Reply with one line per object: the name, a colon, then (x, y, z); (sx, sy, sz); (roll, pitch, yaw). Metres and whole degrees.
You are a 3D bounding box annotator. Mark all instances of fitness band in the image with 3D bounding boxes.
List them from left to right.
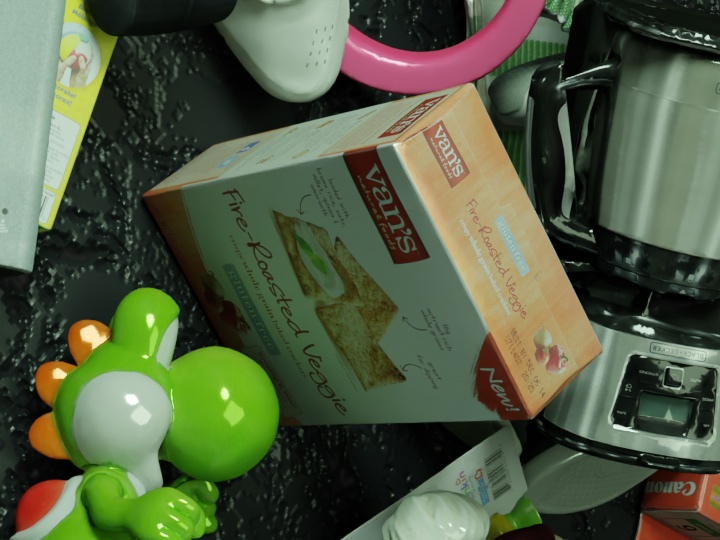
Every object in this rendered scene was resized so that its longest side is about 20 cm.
fitness band: (0.013, -0.184, 0.965); (0.201, 0.143, 0.037); (61, 10, -15)

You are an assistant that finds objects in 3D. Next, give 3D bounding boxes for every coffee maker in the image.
coffee maker: (0.145, -0.022, 0.932); (0.192, 0.134, 0.202); (-30, 134, -72)

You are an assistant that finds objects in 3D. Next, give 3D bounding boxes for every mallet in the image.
mallet: (-0.115, -0.200, 0.863); (0.066, 0.041, 0.202); (-25, 98, -41)

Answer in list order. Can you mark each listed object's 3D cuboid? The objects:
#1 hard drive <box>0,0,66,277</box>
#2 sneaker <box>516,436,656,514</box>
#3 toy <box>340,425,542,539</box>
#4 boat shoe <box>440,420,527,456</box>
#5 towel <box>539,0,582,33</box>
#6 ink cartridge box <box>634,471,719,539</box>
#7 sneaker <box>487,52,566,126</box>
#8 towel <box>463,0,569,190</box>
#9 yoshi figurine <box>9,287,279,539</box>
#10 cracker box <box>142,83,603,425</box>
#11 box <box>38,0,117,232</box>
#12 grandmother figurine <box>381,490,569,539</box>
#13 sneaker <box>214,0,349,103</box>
hard drive: (-0.189, -0.109, 0.797); (0.139, 0.033, 0.202); (12, 78, -35)
sneaker: (0.138, 0.057, 1.067); (0.199, 0.071, 0.099); (-25, 61, -31)
toy: (0.005, 0.168, 0.963); (0.199, 0.047, 0.116); (-29, 117, -26)
boat shoe: (0.035, 0.010, 0.993); (0.066, 0.074, 0.200); (-47, 108, -24)
towel: (0.150, -0.220, 1.032); (0.149, 0.030, 0.202); (-9, 119, -70)
ink cartridge box: (0.222, 0.128, 1.144); (0.109, 0.050, 0.202); (30, 67, -32)
sneaker: (0.151, -0.085, 1.072); (0.199, 0.070, 0.081); (-7, 91, -41)
towel: (0.113, -0.098, 1.101); (0.152, 0.023, 0.202); (1, 83, -40)
yoshi figurine: (-0.090, 0.110, 0.868); (0.112, 0.112, 0.202); (28, 66, -45)
cracker box: (0.000, 0.000, 0.885); (0.058, 0.199, 0.135); (-38, 108, -34)
box: (-0.162, -0.130, 0.868); (0.117, 0.048, 0.202); (29, 70, -32)
grandmother figurine: (0.064, 0.172, 0.941); (0.122, 0.060, 0.201); (-52, 136, -23)
sneaker: (-0.052, -0.170, 0.910); (0.074, 0.087, 0.202); (-15, 110, 2)
